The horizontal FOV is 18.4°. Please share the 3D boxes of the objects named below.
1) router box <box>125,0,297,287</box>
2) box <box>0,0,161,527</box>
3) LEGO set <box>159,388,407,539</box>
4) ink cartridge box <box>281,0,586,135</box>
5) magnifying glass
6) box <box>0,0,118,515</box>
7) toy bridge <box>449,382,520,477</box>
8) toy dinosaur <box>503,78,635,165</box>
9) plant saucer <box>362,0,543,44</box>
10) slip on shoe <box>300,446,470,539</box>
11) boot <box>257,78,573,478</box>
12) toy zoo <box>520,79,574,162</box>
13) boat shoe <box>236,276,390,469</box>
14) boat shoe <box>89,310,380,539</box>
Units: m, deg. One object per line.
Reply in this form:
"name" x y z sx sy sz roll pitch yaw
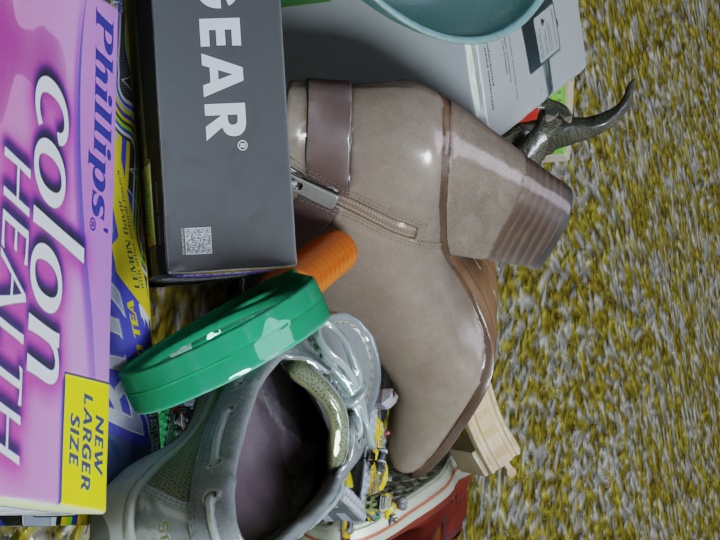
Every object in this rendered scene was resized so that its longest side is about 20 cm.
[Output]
"router box" -0.070 -0.095 0.890 0.157 0.052 0.202 167 -80 -77
"box" -0.122 -0.008 0.828 0.070 0.064 0.202 -12 99 -69
"LEGO set" -0.025 0.136 0.987 0.154 0.115 0.201 60 34 -51
"ink cartridge box" 0.018 -0.113 1.105 0.200 0.146 0.084 -39 122 -67
"magnifying glass" -0.036 0.015 0.864 0.023 0.079 0.200 64 18 -7
"box" -0.161 -0.018 0.676 0.200 0.096 0.177 27 62 -67
"toy bridge" 0.030 0.022 1.138 0.027 0.067 0.201 -35 103 -18
"toy dinosaur" 0.063 -0.056 1.228 0.200 0.077 0.102 -44 174 -18
"plant saucer" 0.014 -0.189 0.945 0.199 0.036 0.202 19 64 -45
"slip on shoe" 0.018 0.131 1.180 0.200 0.073 0.062 -6 95 -74
"boot" 0.000 0.000 1.009 0.070 0.145 0.201 -96 -154 -56
"toy zoo" 0.095 -0.167 1.343 0.200 0.020 0.132 47 43 -60
"boat shoe" -0.021 0.025 1.084 0.200 0.070 0.064 65 28 -48
"boat shoe" -0.032 0.068 0.854 0.075 0.064 0.202 65 29 -9
